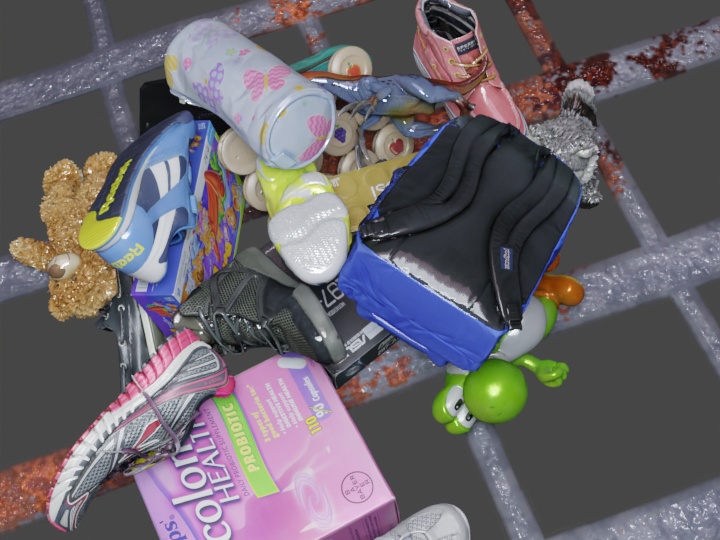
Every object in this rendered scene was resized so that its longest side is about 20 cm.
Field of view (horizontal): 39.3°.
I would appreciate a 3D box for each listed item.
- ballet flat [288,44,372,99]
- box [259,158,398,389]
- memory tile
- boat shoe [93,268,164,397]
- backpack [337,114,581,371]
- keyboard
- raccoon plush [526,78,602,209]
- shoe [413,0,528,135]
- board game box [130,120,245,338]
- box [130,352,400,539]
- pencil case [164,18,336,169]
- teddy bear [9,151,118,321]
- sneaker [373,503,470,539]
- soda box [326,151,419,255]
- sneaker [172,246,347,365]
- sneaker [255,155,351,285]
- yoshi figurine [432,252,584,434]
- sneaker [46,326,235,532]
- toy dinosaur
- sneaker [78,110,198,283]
[{"bbox_3d":[-0.073,-0.206,1.157,0.200,0.070,0.067,-17,102,20],"label":"ballet flat"},{"bbox_3d":[0.000,0.000,1.048,0.200,0.044,0.160,-37,70,-14],"label":"box"},{"bbox_3d":[-0.043,-0.133,1.082,0.200,0.153,0.017,-38,27,-14],"label":"memory tile"},{"bbox_3d":[-0.235,0.059,1.019,0.066,0.075,0.200,-15,83,0],"label":"boat shoe"},{"bbox_3d":[0.086,-0.031,0.903,0.162,0.168,0.200,35,63,0],"label":"backpack"},{"bbox_3d":[-0.164,-0.163,1.141,0.200,0.021,0.127,-3,83,23],"label":"keyboard"},{"bbox_3d":[0.209,-0.153,1.065,0.097,0.134,0.200,0,62,7],"label":"raccoon plush"},{"bbox_3d":[0.121,-0.221,1.135,0.071,0.091,0.200,-28,63,-10],"label":"shoe"},{"bbox_3d":[-0.171,-0.033,1.036,0.045,0.135,0.200,0,62,12],"label":"board game box"},{"bbox_3d":[-0.092,0.194,0.930,0.200,0.097,0.176,-26,63,-8],"label":"box"},{"bbox_3d":[-0.112,-0.175,0.990,0.091,0.083,0.200,-45,53,-10],"label":"pencil case"},{"bbox_3d":[-0.308,-0.047,1.097,0.145,0.067,0.200,6,62,11],"label":"teddy bear"},{"bbox_3d":[0.017,0.276,0.883,0.200,0.082,0.075,-38,65,-14],"label":"sneaker"},{"bbox_3d":[0.068,-0.078,1.022,0.200,0.064,0.068,-17,67,-6],"label":"soda box"},{"bbox_3d":[-0.095,0.053,0.917,0.114,0.076,0.199,-35,38,-18],"label":"sneaker"},{"bbox_3d":[-0.049,-0.036,0.972,0.076,0.105,0.200,-14,44,-4],"label":"sneaker"},{"bbox_3d":[0.149,0.074,0.969,0.112,0.112,0.200,31,72,13],"label":"yoshi figurine"},{"bbox_3d":[-0.192,0.144,0.871,0.075,0.081,0.200,41,77,-1],"label":"sneaker"},{"bbox_3d":[0.019,-0.173,1.055,0.181,0.105,0.200,25,45,-1],"label":"toy dinosaur"},{"bbox_3d":[-0.193,-0.071,0.948,0.074,0.082,0.200,-23,36,36],"label":"sneaker"}]
